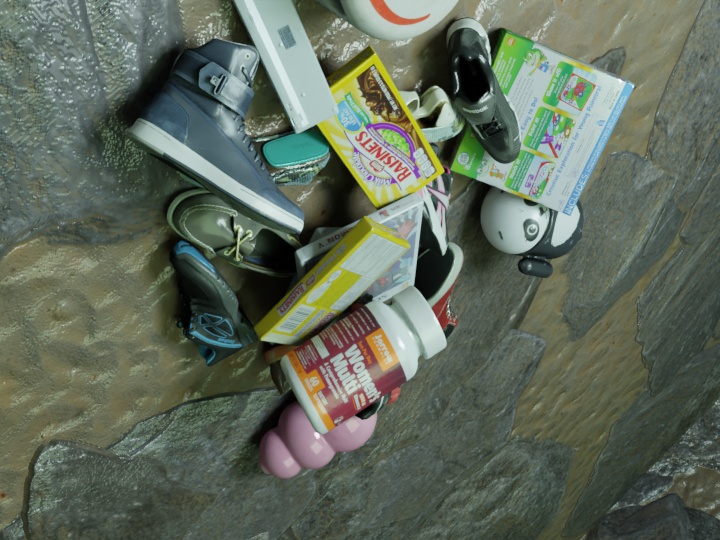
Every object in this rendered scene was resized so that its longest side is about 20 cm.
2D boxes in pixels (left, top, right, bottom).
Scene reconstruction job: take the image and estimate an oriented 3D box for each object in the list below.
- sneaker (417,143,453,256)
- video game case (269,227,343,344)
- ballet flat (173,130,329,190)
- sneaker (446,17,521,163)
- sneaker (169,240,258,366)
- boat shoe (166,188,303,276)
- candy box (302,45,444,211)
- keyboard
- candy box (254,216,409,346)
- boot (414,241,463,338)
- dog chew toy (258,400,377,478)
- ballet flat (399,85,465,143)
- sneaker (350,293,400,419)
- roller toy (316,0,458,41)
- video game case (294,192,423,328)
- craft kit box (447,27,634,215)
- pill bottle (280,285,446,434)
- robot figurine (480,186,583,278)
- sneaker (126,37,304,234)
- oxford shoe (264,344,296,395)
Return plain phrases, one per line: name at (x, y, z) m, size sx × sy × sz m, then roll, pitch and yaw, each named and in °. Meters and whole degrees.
sneaker at (0.103, -0.103, 1.074) m, size 0.087 × 0.080 × 0.201 m, roll -47°, pitch 148°, yaw -16°
video game case at (-0.025, 0.021, 1.072) m, size 0.179 × 0.023 × 0.202 m, roll -5°, pitch 135°, yaw -40°
ballet flat at (-0.125, -0.114, 0.866) m, size 0.196 × 0.074 × 0.076 m, roll -10°, pitch 129°, yaw -32°
sneaker at (0.155, -0.214, 0.975) m, size 0.065 × 0.091 × 0.203 m, roll -12°, pitch 122°, yaw 25°
sneaker at (-0.191, 0.048, 0.929) m, size 0.081 × 0.073 × 0.202 m, roll -35°, pitch 139°, yaw -12°
boat shoe at (-0.140, -0.041, 0.910) m, size 0.200 × 0.060 × 0.073 m, roll 20°, pitch 108°, yaw -49°
candy box at (0.019, -0.159, 0.905) m, size 0.101 × 0.027 × 0.201 m, roll -33°, pitch 134°, yaw 8°
keyboard at (-0.084, -0.240, 0.789) m, size 0.055 × 0.011 × 0.203 m, roll -27°, pitch 124°, yaw -2°
candy box at (-0.035, 0.020, 0.937) m, size 0.200 × 0.027 × 0.102 m, roll -44°, pitch 155°, yaw 16°
boot at (0.130, 0.042, 1.224) m, size 0.142 × 0.073 × 0.202 m, roll 3°, pitch 127°, yaw -44°
dog chew toy at (-0.072, 0.246, 1.172) m, size 0.198 × 0.125 × 0.125 m, roll -34°, pitch 140°, yaw -3°
ballet flat at (0.067, -0.199, 0.959) m, size 0.196 × 0.070 × 0.072 m, roll -15°, pitch 155°, yaw -30°
sneaker at (0.007, 0.130, 1.065) m, size 0.098 × 0.070 × 0.204 m, roll -39°, pitch 138°, yaw -36°
roller toy at (0.029, -0.335, 0.759) m, size 0.197 × 0.140 × 0.185 m, roll 9°, pitch 117°, yaw -46°
video game case at (0.000, 0.000, 1.013) m, size 0.179 × 0.023 × 0.202 m, roll -27°, pitch 150°, yaw -16°
craft kit box at (0.247, -0.203, 1.059) m, size 0.193 × 0.049 × 0.204 m, roll 18°, pitch 115°, yaw -9°
pill bottle at (0.005, 0.109, 0.961) m, size 0.197 × 0.110 × 0.111 m, roll -31°, pitch 139°, yaw -7°
robot figurine at (0.279, -0.083, 1.209) m, size 0.197 × 0.152 × 0.126 m, roll 5°, pitch 132°, yaw -44°
sneaker at (-0.115, -0.142, 0.776) m, size 0.200 × 0.077 × 0.149 m, roll 34°, pitch 79°, yaw -18°
oxford shoe at (-0.047, 0.138, 1.120) m, size 0.195 × 0.075 × 0.071 m, roll -8°, pitch 162°, yaw -31°
